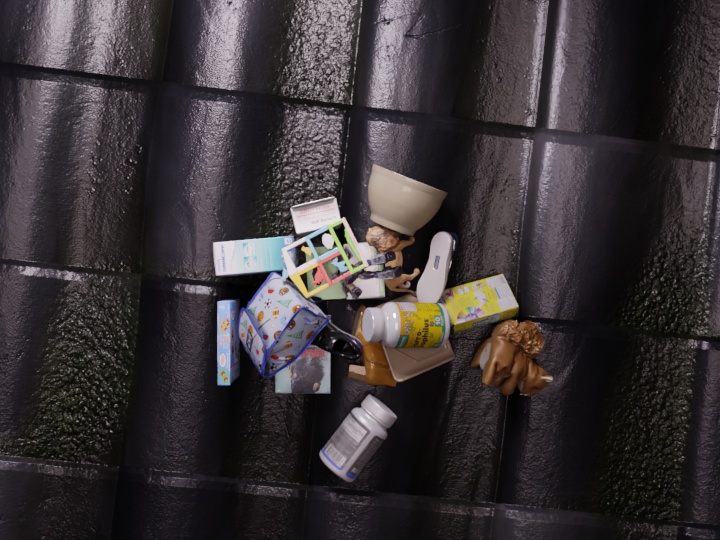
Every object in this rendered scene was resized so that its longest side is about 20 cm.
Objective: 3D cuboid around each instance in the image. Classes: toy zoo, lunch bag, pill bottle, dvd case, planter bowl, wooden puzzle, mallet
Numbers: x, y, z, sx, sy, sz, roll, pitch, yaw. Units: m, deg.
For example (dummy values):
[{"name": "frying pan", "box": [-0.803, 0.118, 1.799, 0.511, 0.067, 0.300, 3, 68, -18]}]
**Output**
[{"name": "toy zoo", "box": [-0.097, -0.024, 1.593, 0.199, 0.020, 0.132, -28, 93, -4]}, {"name": "lunch bag", "box": [-0.204, 0.133, 1.610, 0.124, 0.170, 0.200, 30, 102, -44]}, {"name": "pill bottle", "box": [0.110, 0.135, 1.656, 0.199, 0.113, 0.114, 3, 90, -19]}, {"name": "dvd case", "box": [-0.146, 0.213, 1.713, 0.145, 0.022, 0.202, 1, 90, -2]}, {"name": "pill bottle", "box": [-0.003, 0.424, 1.713, 0.114, 0.114, 0.200, 39, 88, -2]}, {"name": "planter bowl", "box": [0.102, -0.168, 1.688, 0.199, 0.200, 0.136, 20, 99, -2]}, {"name": "wooden puzzle", "box": [0.133, 0.165, 1.738, 0.184, 0.037, 0.201, -19, 85, -22]}, {"name": "mallet", "box": [-0.195, 0.104, 1.747, 0.198, 0.041, 0.066, -1, 105, 6]}]

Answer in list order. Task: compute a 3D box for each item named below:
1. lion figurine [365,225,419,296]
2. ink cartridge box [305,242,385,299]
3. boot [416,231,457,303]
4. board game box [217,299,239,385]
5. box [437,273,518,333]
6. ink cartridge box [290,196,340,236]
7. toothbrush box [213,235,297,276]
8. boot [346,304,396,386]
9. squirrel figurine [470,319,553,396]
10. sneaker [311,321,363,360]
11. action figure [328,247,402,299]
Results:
[{"name": "lion figurine", "box": [0.083, -0.020, 1.704, 0.122, 0.072, 0.201, -15, 93, -38]}, {"name": "ink cartridge box", "box": [-0.040, 0.003, 1.748, 0.199, 0.048, 0.147, -4, 91, -5]}, {"name": "boot", "box": [0.207, -0.003, 1.739, 0.072, 0.090, 0.201, 22, 103, 23]}, {"name": "board game box", "box": [-0.328, 0.174, 1.681, 0.036, 0.151, 0.202, 1, 89, -1]}, {"name": "box", "box": [0.293, 0.089, 1.732, 0.199, 0.049, 0.118, -13, 50, -4]}, {"name": "ink cartridge box", "box": [-0.109, -0.131, 1.667, 0.116, 0.200, 0.068, -13, 90, -2]}, {"name": "toothbrush box", "box": [-0.258, -0.034, 1.688, 0.199, 0.146, 0.086, -6, 89, -1]}, {"name": "boot", "box": [0.047, 0.196, 1.746, 0.143, 0.071, 0.203, 8, 92, -9]}, {"name": "squirrel figurine", "box": [0.410, 0.226, 1.725, 0.186, 0.142, 0.201, 23, 91, -9]}, {"name": "sneaker", "box": [-0.084, 0.162, 1.659, 0.199, 0.088, 0.076, 23, 91, 0]}, {"name": "action figure", "box": [0.000, 0.000, 1.667, 0.199, 0.069, 0.131, -13, 105, 32]}]
